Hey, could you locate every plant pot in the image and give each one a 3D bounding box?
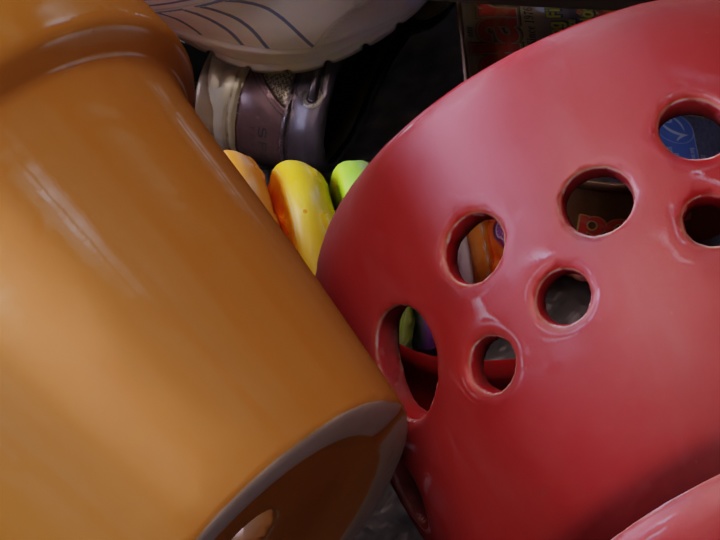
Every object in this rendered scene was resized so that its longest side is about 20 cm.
[{"bbox_3d":[-0.092,0.028,0.840,0.183,0.200,0.200,41,75,18],"label":"plant pot"},{"bbox_3d":[0.107,0.044,0.871,0.200,0.201,0.183,-25,57,0],"label":"plant pot"}]

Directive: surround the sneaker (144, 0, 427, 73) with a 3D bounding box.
[{"bbox_3d":[-0.061,-0.117,1.018,0.199,0.087,0.075,-4,73,-7],"label":"sneaker"}]

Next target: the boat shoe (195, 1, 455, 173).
[{"bbox_3d":[0.010,-0.119,1.102,0.065,0.072,0.200,23,68,23],"label":"boat shoe"}]

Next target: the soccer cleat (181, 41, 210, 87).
[{"bbox_3d":[-0.123,-0.052,1.088,0.067,0.081,0.200,33,71,34],"label":"soccer cleat"}]

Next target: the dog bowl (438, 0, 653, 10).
[{"bbox_3d":[0.047,-0.126,0.924,0.200,0.200,0.074,6,93,22],"label":"dog bowl"}]

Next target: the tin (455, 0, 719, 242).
[{"bbox_3d":[0.090,-0.078,1.029,0.112,0.042,0.200,1,39,-2],"label":"tin"}]

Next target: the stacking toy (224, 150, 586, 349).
[{"bbox_3d":[0.000,0.000,1.012,0.199,0.110,0.116,-10,53,-6],"label":"stacking toy"}]
